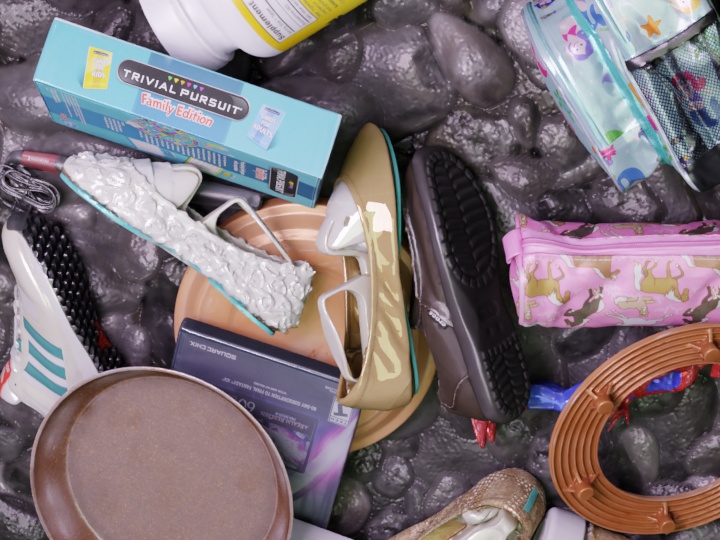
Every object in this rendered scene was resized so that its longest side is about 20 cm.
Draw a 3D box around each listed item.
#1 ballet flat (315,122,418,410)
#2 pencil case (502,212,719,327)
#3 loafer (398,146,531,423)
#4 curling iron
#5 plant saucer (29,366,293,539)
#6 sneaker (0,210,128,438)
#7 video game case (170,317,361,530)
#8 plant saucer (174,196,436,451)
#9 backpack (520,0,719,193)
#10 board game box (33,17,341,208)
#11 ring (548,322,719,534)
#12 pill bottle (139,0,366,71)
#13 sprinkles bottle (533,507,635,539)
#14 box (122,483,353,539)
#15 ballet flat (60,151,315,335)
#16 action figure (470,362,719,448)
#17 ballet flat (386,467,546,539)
[{"bbox_3d":[0.000,0.000,1.537,0.062,0.069,0.202,-8,93,-19],"label":"ballet flat"},{"bbox_3d":[0.200,-0.001,1.545,0.198,0.083,0.087,-2,112,8],"label":"pencil case"},{"bbox_3d":[0.058,0.014,1.556,0.071,0.073,0.202,-15,87,37],"label":"loafer"},{"bbox_3d":[-0.168,-0.058,1.594,0.198,0.026,0.050,3,114,6],"label":"curling iron"},{"bbox_3d":[-0.140,0.155,1.593,0.198,0.035,0.202,5,114,12],"label":"plant saucer"},{"bbox_3d":[-0.234,0.056,1.614,0.093,0.071,0.201,-18,117,12],"label":"sneaker"},{"bbox_3d":[-0.083,0.139,1.637,0.142,0.019,0.201,18,123,4],"label":"video game case"},{"bbox_3d":[-0.039,0.045,1.616,0.198,0.032,0.202,2,110,5],"label":"plant saucer"},{"bbox_3d":[0.187,-0.158,1.439,0.149,0.178,0.201,-24,103,9],"label":"backpack"},{"bbox_3d":[-0.115,-0.104,1.504,0.198,0.151,0.047,18,83,-1],"label":"board game box"},{"bbox_3d":[0.232,0.119,1.576,0.198,0.019,0.202,-8,129,-10],"label":"ring"},{"bbox_3d":[-0.047,-0.215,1.475,0.199,0.113,0.113,-29,105,16],"label":"pill bottle"},{"bbox_3d":[0.222,0.241,1.641,0.198,0.068,0.069,21,112,-2],"label":"sprinkles bottle"},{"bbox_3d":[-0.091,0.239,1.665,0.198,0.036,0.145,19,125,8],"label":"box"},{"bbox_3d":[-0.114,-0.034,1.551,0.199,0.072,0.072,37,110,-11],"label":"ballet flat"},{"bbox_3d":[0.180,0.087,1.591,0.198,0.065,0.052,-19,82,14],"label":"action figure"},{"bbox_3d":[0.055,0.221,1.653,0.070,0.065,0.200,43,109,-8],"label":"ballet flat"}]
